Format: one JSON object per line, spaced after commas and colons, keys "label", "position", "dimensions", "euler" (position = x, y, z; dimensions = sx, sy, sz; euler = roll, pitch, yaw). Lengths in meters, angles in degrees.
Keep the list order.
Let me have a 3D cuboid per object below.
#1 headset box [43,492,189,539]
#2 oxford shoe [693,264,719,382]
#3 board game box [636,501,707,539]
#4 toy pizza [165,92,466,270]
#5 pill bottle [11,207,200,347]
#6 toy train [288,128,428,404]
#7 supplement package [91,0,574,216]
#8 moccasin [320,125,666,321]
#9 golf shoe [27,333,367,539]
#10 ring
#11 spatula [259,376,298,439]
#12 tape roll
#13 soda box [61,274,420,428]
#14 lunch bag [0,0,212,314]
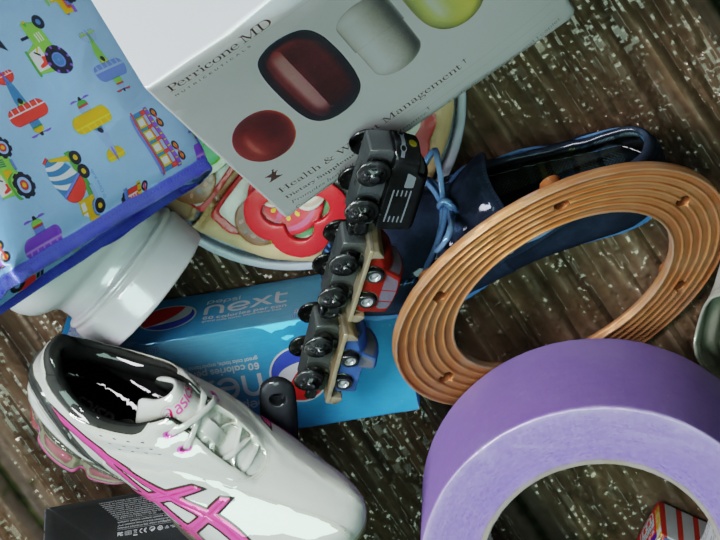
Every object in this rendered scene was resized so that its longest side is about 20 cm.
{"label": "headset box", "position": [-0.086, 0.211, 1.699], "dimensions": [0.148, 0.075, 0.201], "euler": [-10, 138, 8]}
{"label": "oxford shoe", "position": [0.226, -0.010, 1.600], "dimensions": [0.058, 0.075, 0.201], "euler": [-20, 139, -33]}
{"label": "board game box", "position": [0.197, 0.255, 1.747], "dimensions": [0.151, 0.046, 0.201], "euler": [25, 111, -7]}
{"label": "toy pizza", "position": [-0.041, -0.091, 1.629], "dimensions": [0.199, 0.032, 0.201], "euler": [1, 112, 3]}
{"label": "pill bottle", "position": [-0.188, -0.050, 1.609], "dimensions": [0.200, 0.113, 0.112], "euler": [40, 109, -11]}
{"label": "toy train", "position": [0.000, 0.000, 1.555], "dimensions": [0.045, 0.034, 0.201], "euler": [2, 138, -15]}
{"label": "supplement package", "position": [-0.028, -0.162, 1.473], "dimensions": [0.191, 0.200, 0.147], "euler": [-35, 65, 7]}
{"label": "moccasin", "position": [0.069, -0.039, 1.608], "dimensions": [0.199, 0.081, 0.068], "euler": [-24, 153, -5]}
{"label": "golf shoe", "position": [-0.089, 0.097, 1.581], "dimensions": [0.199, 0.073, 0.092], "euler": [23, 156, 7]}
{"label": "ring", "position": [0.107, 0.006, 1.609], "dimensions": [0.199, 0.019, 0.201], "euler": [-19, 148, -12]}
{"label": "spatula", "position": [-0.043, 0.116, 1.672], "dimensions": [0.056, 0.021, 0.200], "euler": [-2, 148, -1]}
{"label": "tape roll", "position": [0.131, 0.145, 1.630], "dimensions": [0.198, 0.085, 0.201], "euler": [1, 114, 2]}
{"label": "soda box", "position": [-0.068, 0.052, 1.671], "dimensions": [0.199, 0.064, 0.068], "euler": [-9, 112, 7]}
{"label": "lunch bag", "position": [-0.168, -0.081, 1.521], "dimensions": [0.151, 0.200, 0.094], "euler": [55, 140, 1]}
